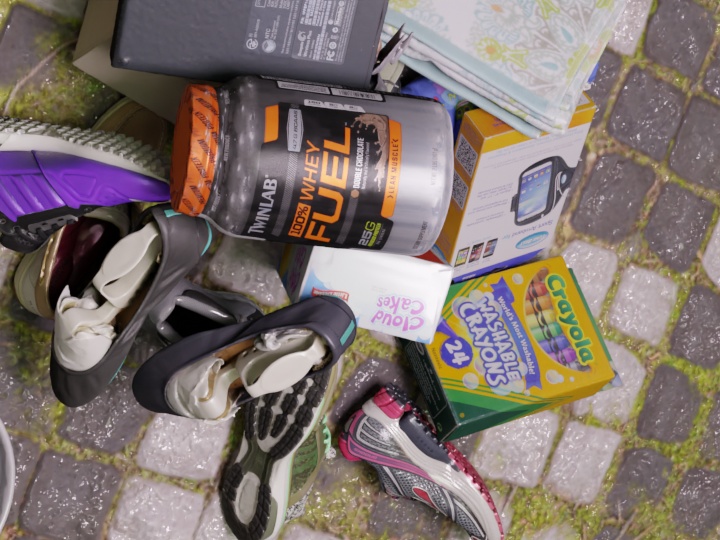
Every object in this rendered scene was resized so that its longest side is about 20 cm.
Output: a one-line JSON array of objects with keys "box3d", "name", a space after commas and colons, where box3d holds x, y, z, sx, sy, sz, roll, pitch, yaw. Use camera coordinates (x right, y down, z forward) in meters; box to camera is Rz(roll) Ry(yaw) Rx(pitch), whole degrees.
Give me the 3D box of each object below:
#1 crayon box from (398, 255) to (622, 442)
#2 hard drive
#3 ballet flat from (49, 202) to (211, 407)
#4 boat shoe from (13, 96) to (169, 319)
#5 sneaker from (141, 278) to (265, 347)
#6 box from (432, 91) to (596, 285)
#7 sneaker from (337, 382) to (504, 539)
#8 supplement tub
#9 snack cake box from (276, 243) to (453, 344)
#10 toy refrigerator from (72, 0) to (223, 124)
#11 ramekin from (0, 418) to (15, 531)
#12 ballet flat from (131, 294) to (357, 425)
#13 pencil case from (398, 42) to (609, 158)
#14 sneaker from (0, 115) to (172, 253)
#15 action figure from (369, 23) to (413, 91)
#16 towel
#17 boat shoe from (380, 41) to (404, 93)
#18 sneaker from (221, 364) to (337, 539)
[{"box3d": [0.142, 0.065, 1.794, 0.199, 0.052, 0.126, -15, 72, -25], "name": "crayon box"}, {"box3d": [-0.080, -0.206, 1.481, 0.198, 0.033, 0.140, 6, 119, -15], "name": "hard drive"}, {"box3d": [-0.196, 0.022, 1.536, 0.200, 0.068, 0.068, -53, 151, 16], "name": "ballet flat"}, {"box3d": [-0.207, -0.047, 1.601, 0.074, 0.066, 0.201, 27, 90, -31], "name": "boat shoe"}, {"box3d": [-0.117, 0.060, 1.631, 0.200, 0.115, 0.075, 27, 95, -47], "name": "sneaker"}, {"box3d": [0.129, -0.070, 1.749, 0.118, 0.042, 0.201, -17, 145, -27], "name": "box"}, {"box3d": [0.059, 0.188, 1.810, 0.075, 0.081, 0.200, -40, 113, 6], "name": "sneaker"}, {"box3d": [-0.038, -0.080, 1.487, 0.198, 0.123, 0.124, 5, 101, -14], "name": "supplement tub"}, {"box3d": [0.000, 0.000, 1.634, 0.114, 0.200, 0.068, 16, 96, -8], "name": "snack cake box"}, {"box3d": [-0.130, -0.159, 1.601, 0.199, 0.070, 0.076, 29, 56, -31], "name": "toy refrigerator"}, {"box3d": [-0.380, 0.154, 1.539, 0.199, 0.105, 0.202, -8, 107, -27], "name": "ramekin"}, {"box3d": [-0.095, 0.077, 1.526, 0.199, 0.073, 0.073, -22, 118, 18], "name": "ballet flat"}, {"box3d": [0.122, -0.163, 1.740, 0.199, 0.078, 0.087, -31, 82, -17], "name": "pencil case"}, {"box3d": [-0.239, -0.060, 1.545, 0.198, 0.070, 0.100, 11, 103, 8], "name": "sneaker"}, {"box3d": [-0.045, -0.194, 1.552, 0.200, 0.069, 0.130, 38, 101, -24], "name": "action figure"}, {"box3d": [0.116, -0.221, 1.676, 0.199, 0.048, 0.172, 31, 62, -3], "name": "towel"}, {"box3d": [-0.002, -0.146, 1.683, 0.074, 0.066, 0.201, -1, 82, -14], "name": "boat shoe"}, {"box3d": [-0.056, 0.146, 1.732, 0.088, 0.077, 0.201, -8, 129, -48], "name": "sneaker"}]
